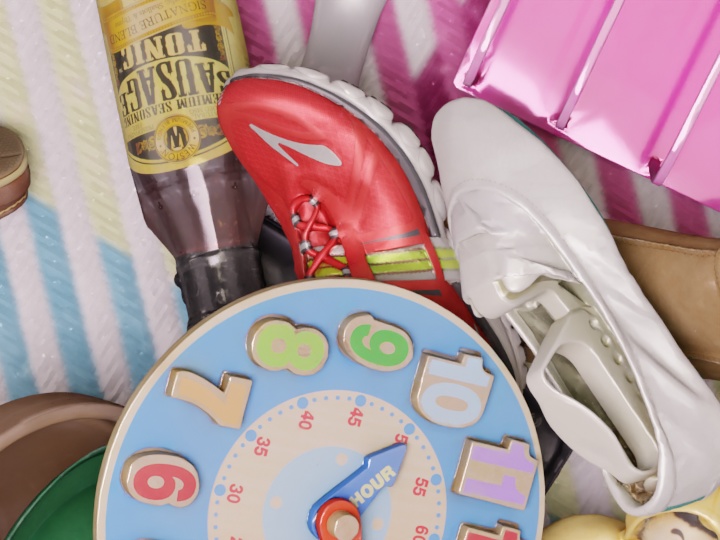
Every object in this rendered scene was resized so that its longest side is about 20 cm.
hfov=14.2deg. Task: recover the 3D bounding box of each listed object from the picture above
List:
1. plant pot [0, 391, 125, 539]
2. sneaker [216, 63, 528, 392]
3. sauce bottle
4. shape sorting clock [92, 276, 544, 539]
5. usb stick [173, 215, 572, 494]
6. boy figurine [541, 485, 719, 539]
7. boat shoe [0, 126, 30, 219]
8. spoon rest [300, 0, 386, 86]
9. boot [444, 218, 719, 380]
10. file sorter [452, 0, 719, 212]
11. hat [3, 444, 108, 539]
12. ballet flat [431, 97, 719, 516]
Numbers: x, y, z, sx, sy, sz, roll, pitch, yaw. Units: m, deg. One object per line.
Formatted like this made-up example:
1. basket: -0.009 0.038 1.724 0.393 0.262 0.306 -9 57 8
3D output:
1. plant pot: -0.168 0.145 1.306 0.093 0.201 0.201 17 97 39
2. sneaker: 0.000 0.000 1.257 0.077 0.085 0.200 -23 108 47
3. sauce bottle: -0.074 -0.062 1.303 0.066 0.066 0.200 -15 81 5
4. shape sorting clock: -0.014 0.102 1.211 0.200 0.039 0.200 -4 100 -24
5. usb stick: 0.008 0.039 1.340 0.200 0.033 0.055 32 87 1
6. boy figurine: 0.116 0.163 1.301 0.124 0.064 0.200 39 118 -1
7. boat shoe: -0.245 -0.013 1.341 0.200 0.072 0.068 -19 126 -3
8. spoon rest: 0.004 -0.167 1.319 0.099 0.061 0.200 15 82 1
9. boot: 0.153 0.037 1.286 0.200 0.066 0.175 5 135 38
10. file sorter: 0.157 -0.100 1.273 0.200 0.125 0.139 25 96 1
11. hat: -0.058 0.190 1.237 0.176 0.166 0.200 16 93 39
12. ballet flat: 0.084 0.018 1.217 0.069 0.069 0.200 -35 90 6
